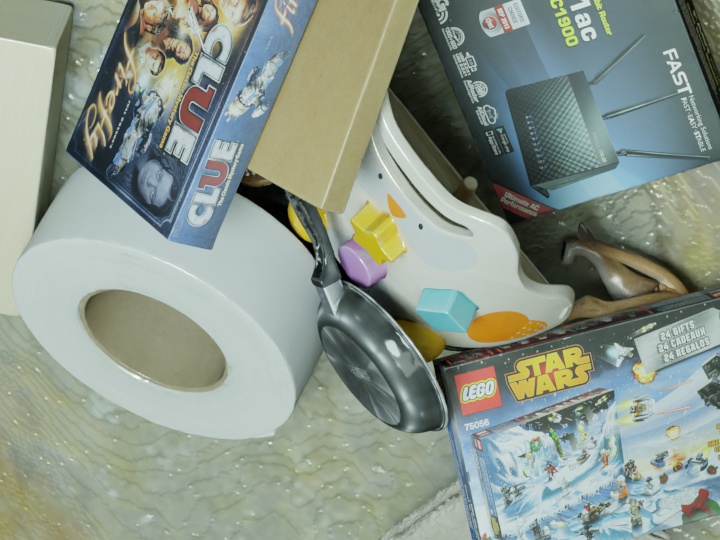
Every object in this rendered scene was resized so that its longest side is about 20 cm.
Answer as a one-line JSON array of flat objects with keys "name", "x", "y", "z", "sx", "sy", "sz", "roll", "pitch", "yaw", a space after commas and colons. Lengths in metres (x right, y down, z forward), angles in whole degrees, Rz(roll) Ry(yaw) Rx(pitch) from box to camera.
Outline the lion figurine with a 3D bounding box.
[{"name": "lion figurine", "x": 0.178, "y": 0.067, "z": 1.765, "sx": 0.122, "sy": 0.073, "sz": 0.201, "roll": 9, "pitch": 117, "yaw": 1}]

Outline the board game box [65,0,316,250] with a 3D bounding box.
[{"name": "board game box", "x": -0.095, "y": -0.131, "z": 1.616, "sx": 0.035, "sy": 0.135, "sz": 0.200, "roll": 13, "pitch": 106, "yaw": -40}]

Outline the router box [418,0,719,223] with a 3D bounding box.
[{"name": "router box", "x": 0.128, "y": -0.142, "z": 1.663, "sx": 0.149, "sy": 0.062, "sz": 0.200, "roll": -17, "pitch": 114, "yaw": 17}]

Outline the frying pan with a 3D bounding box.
[{"name": "frying pan", "x": 0.001, "y": 0.030, "z": 1.649, "sx": 0.031, "sy": 0.115, "sz": 0.190, "roll": -38, "pitch": 134, "yaw": -18}]

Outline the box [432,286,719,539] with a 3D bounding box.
[{"name": "box", "x": 0.156, "y": 0.099, "z": 1.713, "sx": 0.199, "sy": 0.040, "sz": 0.137, "roll": -13, "pitch": 99, "yaw": -9}]

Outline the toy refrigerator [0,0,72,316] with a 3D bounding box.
[{"name": "toy refrigerator", "x": -0.237, "y": -0.077, "z": 1.759, "sx": 0.076, "sy": 0.070, "sz": 0.200, "roll": 11, "pitch": 122, "yaw": 0}]

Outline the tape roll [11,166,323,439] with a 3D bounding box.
[{"name": "tape roll", "x": -0.118, "y": 0.021, "z": 1.741, "sx": 0.202, "sy": 0.071, "sz": 0.203, "roll": 18, "pitch": 147, "yaw": 13}]

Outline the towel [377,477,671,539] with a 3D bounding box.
[{"name": "towel", "x": 0.107, "y": 0.180, "z": 1.820, "sx": 0.132, "sy": 0.035, "sz": 0.200, "roll": 32, "pitch": 142, "yaw": -15}]

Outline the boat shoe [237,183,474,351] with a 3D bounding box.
[{"name": "boat shoe", "x": 0.001, "y": -0.002, "z": 1.759, "sx": 0.199, "sy": 0.066, "sz": 0.074, "roll": 40, "pitch": 117, "yaw": -13}]

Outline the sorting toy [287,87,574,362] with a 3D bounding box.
[{"name": "sorting toy", "x": 0.036, "y": -0.043, "z": 1.621, "sx": 0.107, "sy": 0.180, "sz": 0.200, "roll": -36, "pitch": 80, "yaw": -14}]

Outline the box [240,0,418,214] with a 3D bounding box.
[{"name": "box", "x": -0.025, "y": -0.149, "z": 1.582, "sx": 0.021, "sy": 0.163, "sz": 0.201, "roll": 15, "pitch": 99, "yaw": -37}]

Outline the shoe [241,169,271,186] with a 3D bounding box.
[{"name": "shoe", "x": -0.068, "y": -0.155, "z": 1.695, "sx": 0.070, "sy": 0.053, "sz": 0.201, "roll": 2, "pitch": 105, "yaw": 18}]
